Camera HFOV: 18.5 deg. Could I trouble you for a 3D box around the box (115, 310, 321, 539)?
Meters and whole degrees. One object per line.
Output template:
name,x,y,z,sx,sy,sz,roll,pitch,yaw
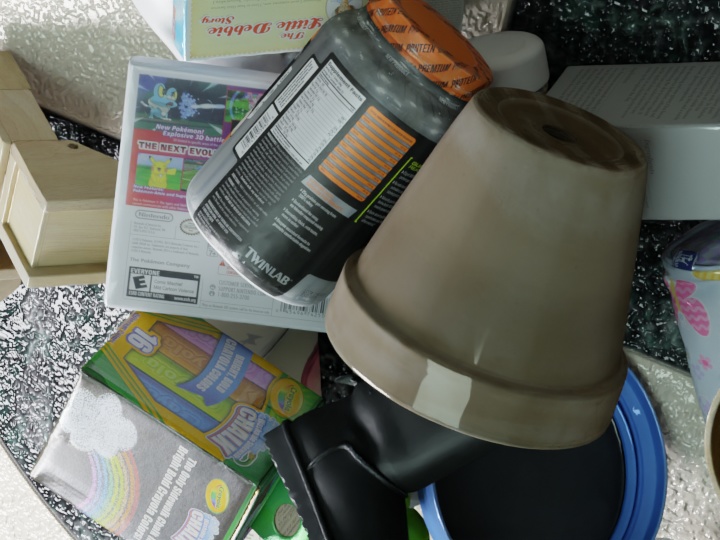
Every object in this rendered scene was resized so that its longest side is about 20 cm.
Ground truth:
box,-0.105,0.117,1.736,0.127,0.109,0.201,11,122,21

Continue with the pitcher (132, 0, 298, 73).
pitcher,-0.079,-0.202,1.541,0.170,0.122,0.201,-7,127,10

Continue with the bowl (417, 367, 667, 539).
bowl,0.128,0.143,1.583,0.201,0.200,0.039,55,154,-11

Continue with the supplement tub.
supplement tub,-0.012,-0.084,1.461,0.122,0.123,0.200,43,107,-1

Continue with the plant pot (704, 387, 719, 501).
plant pot,0.339,0.074,1.419,0.185,0.200,0.187,13,124,21

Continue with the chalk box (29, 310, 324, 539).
chalk box,-0.113,0.134,1.606,0.199,0.124,0.125,33,126,4

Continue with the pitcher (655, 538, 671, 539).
pitcher,0.287,0.306,1.640,0.170,0.121,0.201,2,108,10

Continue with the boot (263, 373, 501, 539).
boot,0.038,0.137,1.485,0.162,0.073,0.199,-33,60,7

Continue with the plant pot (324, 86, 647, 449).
plant pot,0.097,-0.013,1.394,0.199,0.200,0.174,26,112,12

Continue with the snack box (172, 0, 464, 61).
snack box,-0.025,-0.206,1.471,0.199,0.037,0.117,-7,124,-18

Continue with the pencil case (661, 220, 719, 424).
pencil case,0.271,0.061,1.521,0.090,0.083,0.201,12,127,48

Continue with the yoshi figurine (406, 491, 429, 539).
yoshi figurine,0.036,0.159,1.625,0.112,0.200,0.112,50,124,1

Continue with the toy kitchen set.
toy kitchen set,-0.215,-0.049,1.721,0.200,0.179,0.164,55,138,42

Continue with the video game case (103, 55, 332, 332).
video game case,-0.072,-0.050,1.553,0.199,0.023,0.183,7,111,-4

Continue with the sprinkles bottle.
sprinkles bottle,0.109,-0.063,1.543,0.068,0.068,0.201,2,119,26

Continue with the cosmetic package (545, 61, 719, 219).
cosmetic package,0.217,-0.086,1.452,0.199,0.101,0.072,1,120,28
